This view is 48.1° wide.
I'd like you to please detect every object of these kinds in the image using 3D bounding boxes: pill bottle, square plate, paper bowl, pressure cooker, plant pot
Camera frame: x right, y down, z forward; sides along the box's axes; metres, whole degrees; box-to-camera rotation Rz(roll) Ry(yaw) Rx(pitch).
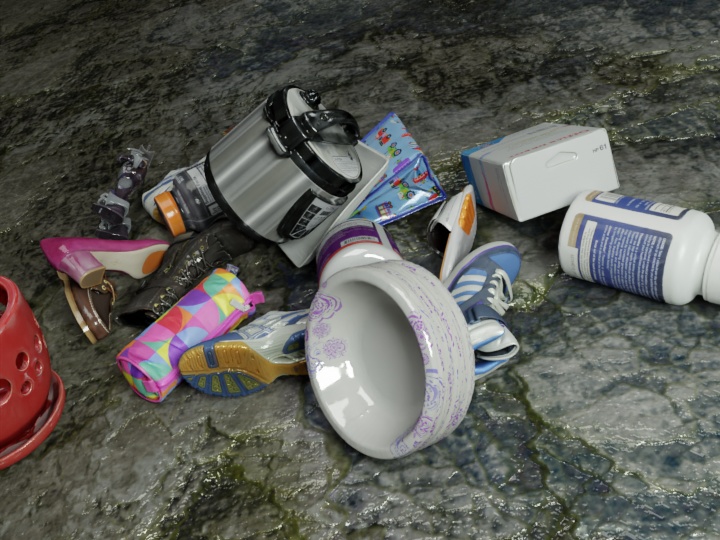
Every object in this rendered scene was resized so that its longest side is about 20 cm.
[{"bbox_3d":[0.000,0.000,1.022,0.111,0.113,0.200,-16,16,0],"label":"pill bottle"},{"bbox_3d":[0.346,-0.024,0.954,0.199,0.112,0.111,18,49,36],"label":"pill bottle"},{"bbox_3d":[-0.226,-0.127,1.290,0.199,0.107,0.106,-28,39,-15],"label":"pill bottle"},{"bbox_3d":[-0.057,-0.111,1.209,0.200,0.028,0.198,-50,35,1],"label":"square plate"},{"bbox_3d":[0.038,0.089,0.860,0.104,0.202,0.200,-12,28,-42],"label":"paper bowl"},{"bbox_3d":[-0.094,-0.153,1.109,0.199,0.178,0.177,-36,34,22],"label":"pressure cooker"},{"bbox_3d":[-0.476,0.132,0.993,0.199,0.183,0.201,-10,39,8],"label":"plant pot"}]

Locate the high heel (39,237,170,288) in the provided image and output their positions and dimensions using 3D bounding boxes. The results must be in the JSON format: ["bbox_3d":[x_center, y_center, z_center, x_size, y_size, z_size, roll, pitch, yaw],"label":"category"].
[{"bbox_3d":[-0.369,-0.030,1.192,0.096,0.068,0.200,38,32,17],"label":"high heel"}]

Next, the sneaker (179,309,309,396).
[{"bbox_3d":[-0.124,0.096,1.003,0.198,0.076,0.088,-9,28,-5],"label":"sneaker"}]

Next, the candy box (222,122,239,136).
[{"bbox_3d":[-0.142,-0.222,1.420,0.116,0.057,0.199,-36,41,-23],"label":"candy box"}]

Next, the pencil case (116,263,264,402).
[{"bbox_3d":[-0.221,0.080,1.052,0.088,0.089,0.200,19,51,36],"label":"pencil case"}]

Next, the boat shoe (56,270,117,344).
[{"bbox_3d":[-0.392,0.032,1.179,0.070,0.071,0.200,-27,39,-13],"label":"boat shoe"}]

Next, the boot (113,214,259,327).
[{"bbox_3d":[-0.245,0.011,1.148,0.199,0.069,0.175,-16,32,37],"label":"boot"}]

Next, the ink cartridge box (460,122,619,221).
[{"bbox_3d":[0.238,-0.139,1.103,0.143,0.085,0.200,-19,13,-4],"label":"ink cartridge box"}]

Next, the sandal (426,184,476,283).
[{"bbox_3d":[0.114,-0.042,1.085,0.059,0.080,0.207,4,44,19],"label":"sandal"}]

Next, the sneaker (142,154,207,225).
[{"bbox_3d":[-0.285,-0.159,1.375,0.199,0.076,0.088,-36,42,-25],"label":"sneaker"}]

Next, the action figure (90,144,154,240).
[{"bbox_3d":[-0.402,-0.140,1.366,0.069,0.131,0.201,16,40,-14],"label":"action figure"}]

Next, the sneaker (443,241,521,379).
[{"bbox_3d":[0.153,0.054,0.941,0.200,0.081,0.146,-37,35,-18],"label":"sneaker"}]

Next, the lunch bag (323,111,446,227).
[{"bbox_3d":[0.008,-0.127,1.240,0.199,0.094,0.151,-32,38,5],"label":"lunch bag"}]
